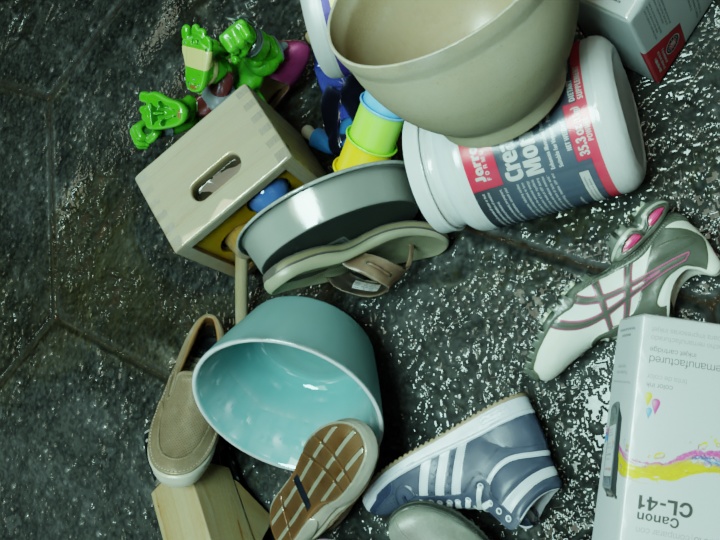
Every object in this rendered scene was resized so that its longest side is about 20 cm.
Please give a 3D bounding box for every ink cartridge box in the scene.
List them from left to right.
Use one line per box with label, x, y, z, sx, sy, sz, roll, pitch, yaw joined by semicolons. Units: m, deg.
ink cartridge box;0.274;-0.293;0.717;0.083;0.144;0.202;38;100;30
ink cartridge box;0.273;0.145;0.649;0.144;0.086;0.204;8;83;6

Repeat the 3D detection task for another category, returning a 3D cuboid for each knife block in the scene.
knife block;-0.184;0.249;0.879;0.175;0.200;0.064;44;105;-2

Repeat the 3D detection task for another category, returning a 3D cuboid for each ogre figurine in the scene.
ogre figurine;-0.158;-0.199;0.882;0.098;0.119;0.201;43;121;15

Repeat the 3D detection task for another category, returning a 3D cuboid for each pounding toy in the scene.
pounding toy;-0.129;-0.057;0.902;0.199;0.184;0.143;-38;70;8

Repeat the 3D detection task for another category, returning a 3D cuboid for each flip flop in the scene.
flip flop;0.000;0.000;0.821;0.058;0.197;0.081;68;157;18

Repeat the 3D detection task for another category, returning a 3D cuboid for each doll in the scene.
doll;-0.016;-0.186;0.925;0.135;0.048;0.204;-23;68;28

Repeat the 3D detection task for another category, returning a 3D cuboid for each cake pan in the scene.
cake pan;-0.026;-0.045;0.821;0.198;0.199;0.037;-28;76;23

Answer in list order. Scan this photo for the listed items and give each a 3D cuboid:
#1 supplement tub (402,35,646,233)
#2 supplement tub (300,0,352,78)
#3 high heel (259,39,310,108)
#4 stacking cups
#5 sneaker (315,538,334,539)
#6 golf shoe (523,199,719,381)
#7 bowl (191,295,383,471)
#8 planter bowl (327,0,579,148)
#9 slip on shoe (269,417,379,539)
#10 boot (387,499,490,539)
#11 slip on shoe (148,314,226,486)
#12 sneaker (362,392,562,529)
supplement tub;0.152;-0.119;0.760;0.197;0.140;0.143;-15;74;27
supplement tub;0.043;-0.288;0.832;0.196;0.145;0.148;-10;75;9
high heel;-0.120;-0.188;0.962;0.199;0.066;0.098;-30;56;49
stacking cups;0.032;-0.178;0.797;0.060;0.060;0.202;43;126;29
sneaker;0.029;0.329;0.796;0.196;0.090;0.081;12;42;13
golf shoe;0.227;0.034;0.729;0.088;0.077;0.201;44;104;21
bowl;-0.061;0.104;0.836;0.198;0.202;0.106;-12;36;28
planter bowl;0.090;-0.188;0.657;0.197;0.135;0.203;-20;46;22
slip on shoe;-0.026;0.212;0.812;0.201;0.060;0.077;-59;46;36
boot;0.093;0.296;0.690;0.200;0.131;0.068;43;114;3
slip on shoe;-0.182;0.136;0.891;0.074;0.061;0.202;8;43;6
sneaker;0.097;0.212;0.775;0.199;0.070;0.110;-35;64;17
